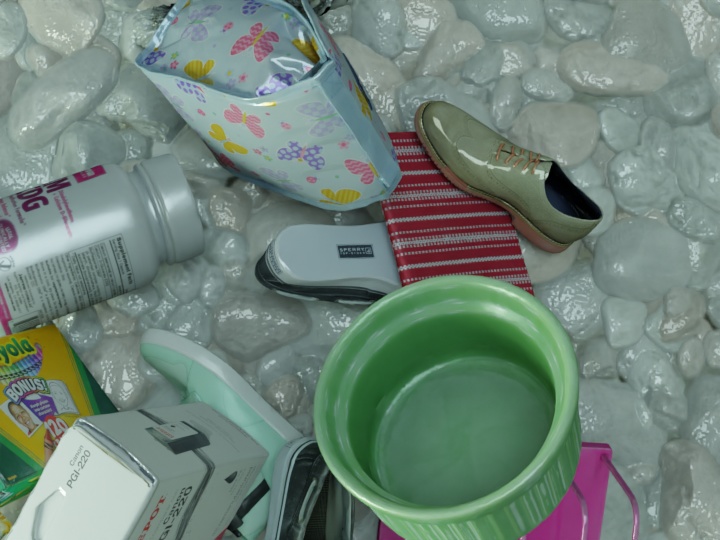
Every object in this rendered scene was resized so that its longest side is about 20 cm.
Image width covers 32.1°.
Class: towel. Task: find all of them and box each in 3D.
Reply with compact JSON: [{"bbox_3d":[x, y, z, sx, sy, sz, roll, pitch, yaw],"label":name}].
[{"bbox_3d":[0.084,-0.033,1.149,0.144,0.022,0.202,-6,75,-34],"label":"towel"}]

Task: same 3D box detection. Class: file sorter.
[{"bbox_3d":[0.120,0.228,1.048,0.198,0.125,0.140,4,104,-6],"label":"file sorter"}]

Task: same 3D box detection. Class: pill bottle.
[{"bbox_3d":[-0.244,-0.026,1.091,0.199,0.113,0.114,-21,81,-16],"label":"pill bottle"}]

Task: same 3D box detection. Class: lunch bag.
[{"bbox_3d":[-0.063,-0.148,1.075,0.199,0.170,0.128,25,74,38],"label":"lunch bag"}]

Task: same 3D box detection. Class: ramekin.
[{"bbox_3d":[0.073,0.113,0.942,0.198,0.098,0.201,-10,53,14],"label":"ramekin"}]

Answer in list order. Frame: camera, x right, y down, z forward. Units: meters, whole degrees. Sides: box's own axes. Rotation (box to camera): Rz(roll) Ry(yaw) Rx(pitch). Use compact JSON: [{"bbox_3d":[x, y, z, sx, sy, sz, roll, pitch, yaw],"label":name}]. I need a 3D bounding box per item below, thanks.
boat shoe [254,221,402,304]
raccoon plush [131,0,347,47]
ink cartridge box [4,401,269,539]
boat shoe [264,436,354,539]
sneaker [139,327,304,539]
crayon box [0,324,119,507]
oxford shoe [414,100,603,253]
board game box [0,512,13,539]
[{"bbox_3d":[0.000,0.000,1.142,0.199,0.068,0.072,0,69,-29],"label":"boat shoe"},{"bbox_3d":[-0.109,-0.238,1.144,0.198,0.134,0.097,-17,81,-10],"label":"raccoon plush"},{"bbox_3d":[-0.171,0.186,0.962,0.085,0.200,0.146,33,99,19],"label":"ink cartridge box"},{"bbox_3d":[-0.042,0.243,1.051,0.072,0.071,0.202,-6,101,-34],"label":"boat shoe"},{"bbox_3d":[-0.139,0.146,1.086,0.200,0.074,0.118,41,70,1],"label":"sneaker"},{"bbox_3d":[-0.284,0.119,1.016,0.058,0.200,0.119,-40,84,16],"label":"crayon box"},{"bbox_3d":[0.139,-0.098,1.149,0.199,0.074,0.071,34,58,-16],"label":"oxford shoe"},{"bbox_3d":[-0.274,0.291,1.005,0.200,0.152,0.046,44,43,5],"label":"board game box"}]
